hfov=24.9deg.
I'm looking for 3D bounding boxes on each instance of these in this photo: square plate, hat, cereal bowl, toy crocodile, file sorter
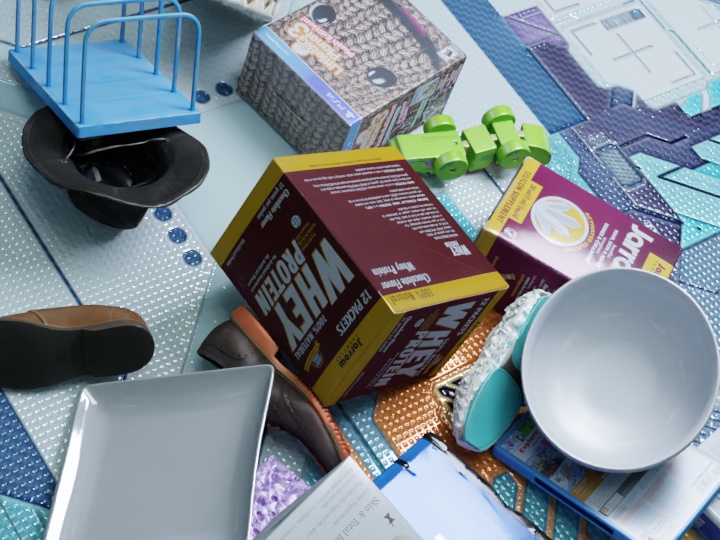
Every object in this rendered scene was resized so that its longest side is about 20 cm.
[{"bbox_3d":[-0.178,0.179,1.463,0.197,0.029,0.200,-7,47,15],"label":"square plate"},{"bbox_3d":[-0.253,-0.095,1.662,0.198,0.082,0.201,9,33,-6],"label":"hat"},{"bbox_3d":[0.258,0.103,1.619,0.197,0.083,0.203,-2,76,9],"label":"cereal bowl"},{"bbox_3d":[0.126,-0.137,1.844,0.198,0.062,0.068,-10,58,-20],"label":"toy crocodile"},{"bbox_3d":[-0.265,-0.241,1.691,0.137,0.124,0.200,-11,35,-30],"label":"file sorter"}]

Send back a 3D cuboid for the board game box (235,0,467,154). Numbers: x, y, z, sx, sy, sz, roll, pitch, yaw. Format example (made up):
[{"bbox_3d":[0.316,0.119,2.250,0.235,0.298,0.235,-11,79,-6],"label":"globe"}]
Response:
[{"bbox_3d":[-0.010,-0.221,1.830,0.159,0.097,0.199,44,53,16],"label":"board game box"}]

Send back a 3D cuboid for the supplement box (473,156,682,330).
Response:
[{"bbox_3d":[0.222,-0.005,1.743,0.199,0.104,0.131,30,50,4],"label":"supplement box"}]

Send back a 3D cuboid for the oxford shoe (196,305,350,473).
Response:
[{"bbox_3d":[-0.080,0.131,1.573,0.072,0.071,0.200,-37,72,-8],"label":"oxford shoe"}]

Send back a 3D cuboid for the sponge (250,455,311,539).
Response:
[{"bbox_3d":[-0.097,0.267,1.475,0.111,0.030,0.200,36,52,9],"label":"sponge"}]

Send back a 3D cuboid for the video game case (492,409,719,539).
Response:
[{"bbox_3d":[0.252,0.192,1.630,0.199,0.018,0.143,33,52,24],"label":"video game case"}]

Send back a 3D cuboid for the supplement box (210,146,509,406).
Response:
[{"bbox_3d":[0.000,0.000,1.604,0.196,0.133,0.201,-11,55,-51],"label":"supplement box"}]

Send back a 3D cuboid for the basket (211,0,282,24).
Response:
[{"bbox_3d":[-0.130,-0.356,1.812,0.122,0.137,0.200,23,5,-9],"label":"basket"}]

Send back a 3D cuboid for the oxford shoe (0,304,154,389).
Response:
[{"bbox_3d":[-0.299,0.066,1.547,0.197,0.072,0.071,0,26,-19],"label":"oxford shoe"}]

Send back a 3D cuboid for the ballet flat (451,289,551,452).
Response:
[{"bbox_3d":[0.140,0.104,1.657,0.071,0.072,0.201,32,62,7],"label":"ballet flat"}]

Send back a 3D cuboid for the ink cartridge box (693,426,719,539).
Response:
[{"bbox_3d":[0.438,0.235,1.674,0.199,0.044,0.196,-31,66,-35],"label":"ink cartridge box"}]

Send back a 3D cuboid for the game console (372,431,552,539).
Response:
[{"bbox_3d":[0.098,0.258,1.475,0.200,0.119,0.170,40,42,14],"label":"game console"}]

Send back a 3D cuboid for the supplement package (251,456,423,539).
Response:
[{"bbox_3d":[-0.017,0.298,1.374,0.200,0.151,0.152,48,53,2],"label":"supplement package"}]
